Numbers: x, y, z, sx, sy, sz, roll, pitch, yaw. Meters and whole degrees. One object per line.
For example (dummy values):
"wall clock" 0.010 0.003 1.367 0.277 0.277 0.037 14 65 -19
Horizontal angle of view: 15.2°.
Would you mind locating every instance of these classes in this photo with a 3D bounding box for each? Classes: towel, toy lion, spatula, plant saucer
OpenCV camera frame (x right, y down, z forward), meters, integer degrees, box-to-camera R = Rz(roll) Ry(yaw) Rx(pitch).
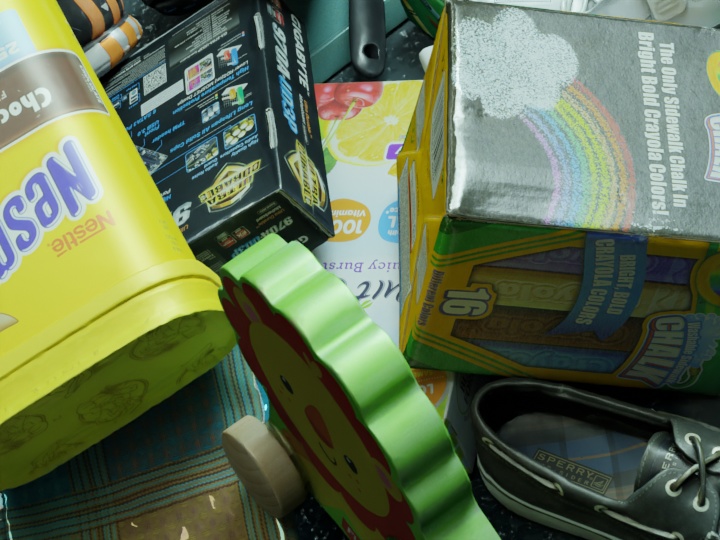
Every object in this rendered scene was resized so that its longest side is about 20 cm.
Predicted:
"towel" -0.099 0.120 1.239 0.146 0.022 0.201 -19 67 15
"toy lion" 0.008 0.083 1.122 0.068 0.192 0.200 -34 74 -15
"spatula" 0.006 -0.185 1.438 0.056 0.021 0.201 15 58 -22
"plant saucer" -0.003 -0.152 1.448 0.200 0.019 0.070 -37 52 -10

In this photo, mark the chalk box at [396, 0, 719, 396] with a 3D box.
"chalk box" 0.123 -0.029 1.218 0.198 0.124 0.125 7 55 -8

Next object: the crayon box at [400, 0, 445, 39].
"crayon box" 0.126 -0.178 1.391 0.200 0.058 0.119 -40 52 -11

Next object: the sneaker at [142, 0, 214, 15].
"sneaker" -0.074 -0.166 1.407 0.111 0.073 0.200 -26 6 11

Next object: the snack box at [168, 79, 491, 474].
"snack box" 0.000 0.000 1.311 0.141 0.053 0.201 -1 56 22

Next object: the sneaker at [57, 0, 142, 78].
"sneaker" -0.211 -0.129 1.416 0.199 0.112 0.078 -24 18 34

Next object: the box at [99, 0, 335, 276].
"box" -0.111 -0.035 1.337 0.199 0.046 0.160 -31 41 20

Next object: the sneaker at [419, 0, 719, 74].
"sneaker" 0.115 -0.131 1.239 0.200 0.114 0.076 -48 36 43

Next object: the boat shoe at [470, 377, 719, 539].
"boat shoe" 0.135 0.095 1.187 0.199 0.057 0.069 13 61 29

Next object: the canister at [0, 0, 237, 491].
"canister" -0.164 -0.022 1.240 0.148 0.087 0.201 -32 69 6
